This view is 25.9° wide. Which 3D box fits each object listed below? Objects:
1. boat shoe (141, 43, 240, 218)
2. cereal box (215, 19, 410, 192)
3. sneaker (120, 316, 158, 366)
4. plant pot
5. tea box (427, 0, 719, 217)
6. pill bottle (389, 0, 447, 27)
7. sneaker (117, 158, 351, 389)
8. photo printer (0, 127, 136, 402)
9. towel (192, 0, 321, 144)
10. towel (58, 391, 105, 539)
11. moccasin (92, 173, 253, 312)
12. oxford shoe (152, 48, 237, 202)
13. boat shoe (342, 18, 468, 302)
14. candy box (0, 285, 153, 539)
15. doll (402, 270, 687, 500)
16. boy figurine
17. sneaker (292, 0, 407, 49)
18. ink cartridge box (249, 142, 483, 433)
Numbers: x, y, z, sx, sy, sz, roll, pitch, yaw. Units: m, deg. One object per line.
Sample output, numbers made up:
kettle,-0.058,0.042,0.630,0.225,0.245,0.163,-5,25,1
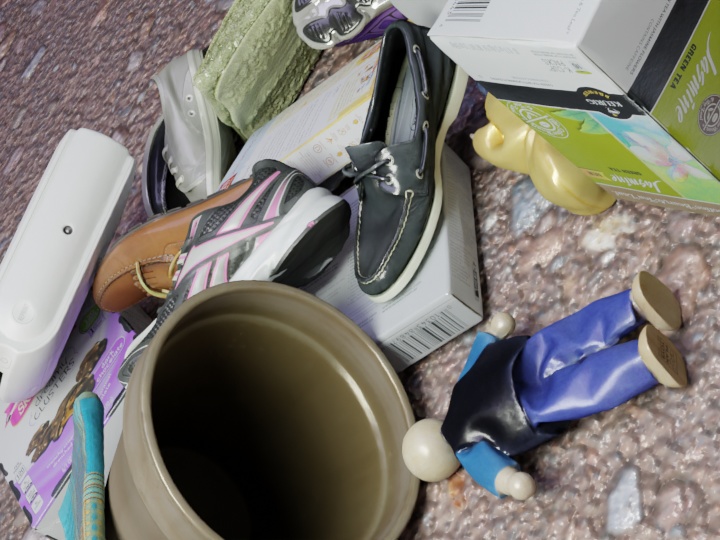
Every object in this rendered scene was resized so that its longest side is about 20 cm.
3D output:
boat shoe,-0.139,-0.123,1.388,0.067,0.071,0.202,-17,49,49
cereal box,-0.030,-0.110,1.229,0.199,0.040,0.144,-33,19,34
sneaker,-0.144,0.119,1.157,0.072,0.114,0.203,-4,64,49
plant pot,-0.086,0.134,1.029,0.173,0.198,0.202,-43,33,47
tea box,0.179,-0.164,0.905,0.133,0.196,0.202,15,73,54
pill bottle,0.098,-0.273,1.146,0.201,0.113,0.112,-53,32,-15
sneaker,-0.099,0.006,1.102,0.200,0.080,0.086,-44,64,-7
photo printer,-0.250,0.006,1.251,0.166,0.069,0.202,131,161,-67
towel,-0.062,-0.208,1.315,0.036,0.148,0.201,29,85,20
towel,-0.188,0.202,1.053,0.148,0.021,0.202,107,161,-44
moccasin,-0.121,-0.007,1.189,0.199,0.073,0.079,-21,73,22
oxford shoe,-0.135,-0.089,1.316,0.057,0.075,0.202,-16,71,7
boat shoe,0.020,-0.081,1.072,0.074,0.066,0.202,0,68,53
candy box,-0.226,0.114,1.303,0.169,0.071,0.200,-56,33,2
doll,0.100,0.078,0.941,0.199,0.048,0.138,-30,41,34
boy figurine,0.126,-0.115,1.053,0.124,0.064,0.201,-45,36,20
sneaker,0.039,-0.240,1.258,0.198,0.083,0.082,-22,82,21
ink cartridge box,0.000,0.000,1.138,0.199,0.040,0.202,-34,38,30
